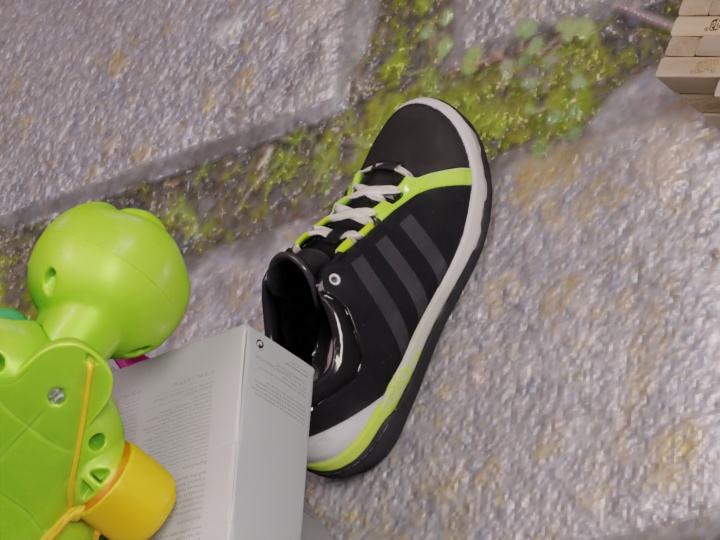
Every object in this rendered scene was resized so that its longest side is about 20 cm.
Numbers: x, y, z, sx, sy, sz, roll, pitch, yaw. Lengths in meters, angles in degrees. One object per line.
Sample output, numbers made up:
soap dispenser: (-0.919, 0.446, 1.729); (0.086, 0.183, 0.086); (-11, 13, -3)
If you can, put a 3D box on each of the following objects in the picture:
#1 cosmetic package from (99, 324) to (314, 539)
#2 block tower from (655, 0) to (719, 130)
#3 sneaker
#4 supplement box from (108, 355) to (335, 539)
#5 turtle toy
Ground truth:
cosmetic package: (-0.114, 0.124, 1.224); (0.200, 0.052, 0.151); (-20, 50, 34)
block tower: (0.195, -0.153, 1.263); (0.058, 0.054, 0.200); (4, 67, 46)
sneaker: (0.000, 0.000, 1.326); (0.072, 0.083, 0.200); (-3, 63, 42)
supplement box: (-0.077, 0.135, 1.298); (0.103, 0.101, 0.200); (-49, 41, 8)
turtle toy: (-0.147, 0.057, 1.174); (0.200, 0.146, 0.101); (-45, 20, 11)
